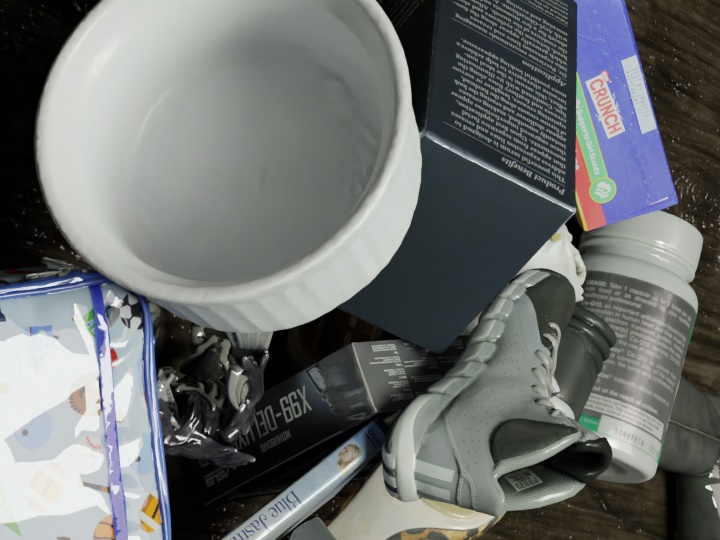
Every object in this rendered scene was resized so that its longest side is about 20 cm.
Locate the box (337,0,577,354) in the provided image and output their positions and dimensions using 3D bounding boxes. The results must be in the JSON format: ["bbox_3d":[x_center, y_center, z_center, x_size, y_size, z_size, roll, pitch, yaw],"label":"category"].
[{"bbox_3d":[0.049,-0.080,1.206,0.107,0.148,0.200,26,42,-18],"label":"box"}]

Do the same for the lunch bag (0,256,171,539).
[{"bbox_3d":[-0.180,0.091,1.081,0.160,0.076,0.200,-8,99,-30],"label":"lunch bag"}]

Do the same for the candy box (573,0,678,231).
[{"bbox_3d":[0.146,-0.143,1.412,0.077,0.200,0.169,-20,114,-3],"label":"candy box"}]

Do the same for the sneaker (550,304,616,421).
[{"bbox_3d":[0.136,0.082,1.434,0.099,0.071,0.200,-60,177,-18],"label":"sneaker"}]

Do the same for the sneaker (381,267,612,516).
[{"bbox_3d":[0.108,0.081,1.177,0.200,0.115,0.075,-48,142,-37],"label":"sneaker"}]

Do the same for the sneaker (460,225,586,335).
[{"bbox_3d":[0.099,0.023,1.361,0.200,0.115,0.074,94,-15,-71],"label":"sneaker"}]

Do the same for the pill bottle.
[{"bbox_3d":[0.200,0.056,1.551,0.113,0.113,0.200,34,67,-47],"label":"pill bottle"}]

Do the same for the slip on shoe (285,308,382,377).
[{"bbox_3d":[0.000,0.000,1.348,0.061,0.076,0.200,114,-4,-56],"label":"slip on shoe"}]

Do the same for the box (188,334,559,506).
[{"bbox_3d":[0.010,0.093,1.283,0.200,0.158,0.050,-1,66,-51],"label":"box"}]

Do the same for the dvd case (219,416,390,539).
[{"bbox_3d":[-0.074,0.168,1.177,0.200,0.143,0.018,-37,82,-25],"label":"dvd case"}]

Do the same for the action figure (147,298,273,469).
[{"bbox_3d":[-0.098,0.042,1.187,0.102,0.119,0.200,83,26,-43],"label":"action figure"}]

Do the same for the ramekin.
[{"bbox_3d":[-0.062,-0.064,1.050,0.098,0.200,0.201,55,48,-67],"label":"ramekin"}]

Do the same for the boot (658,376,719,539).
[{"bbox_3d":[0.261,0.161,1.669,0.200,0.072,0.182,28,57,-55],"label":"boot"}]

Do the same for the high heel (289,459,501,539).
[{"bbox_3d":[0.017,0.181,1.311,0.200,0.143,0.071,-18,63,-30],"label":"high heel"}]
